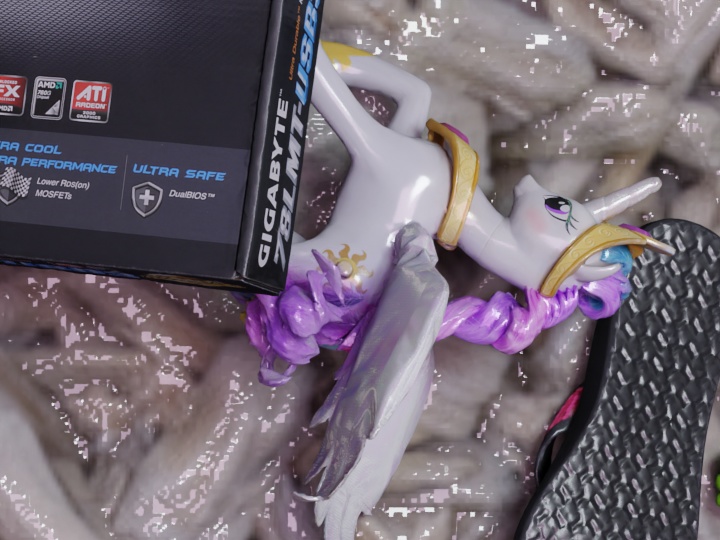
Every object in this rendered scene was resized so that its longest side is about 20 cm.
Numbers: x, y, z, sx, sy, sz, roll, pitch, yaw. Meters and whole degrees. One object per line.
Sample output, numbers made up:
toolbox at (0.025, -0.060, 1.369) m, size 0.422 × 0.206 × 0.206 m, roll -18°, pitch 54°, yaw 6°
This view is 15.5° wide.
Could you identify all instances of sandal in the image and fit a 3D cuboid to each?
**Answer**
sandal at (0.109, 0.076, 1.108) m, size 0.075 × 0.045 × 0.201 m, roll 24°, pitch 74°, yaw -16°

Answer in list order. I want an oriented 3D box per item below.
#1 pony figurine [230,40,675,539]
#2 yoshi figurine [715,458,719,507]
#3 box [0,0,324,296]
pony figurine at (0.000, 0.000, 1.039) m, size 0.199 × 0.167 × 0.194 m, roll 33°, pitch 79°, yaw 6°
yoshi figurine at (0.208, 0.081, 1.090) m, size 0.112 × 0.112 × 0.202 m, roll 3°, pitch 89°, yaw -4°
box at (-0.111, -0.100, 0.996) m, size 0.199 × 0.050 × 0.200 m, roll 7°, pitch 86°, yaw 21°
